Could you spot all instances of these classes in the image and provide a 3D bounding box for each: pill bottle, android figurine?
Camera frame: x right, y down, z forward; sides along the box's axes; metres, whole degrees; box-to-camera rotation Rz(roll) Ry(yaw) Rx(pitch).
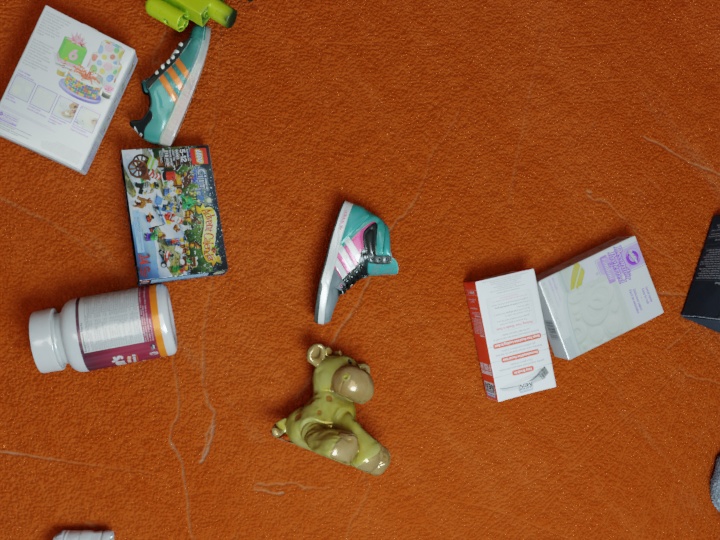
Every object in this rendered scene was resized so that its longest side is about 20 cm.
[{"bbox_3d":[-0.381,0.090,1.143,0.196,0.109,0.112,-10,92,-10],"label":"pill bottle"},{"bbox_3d":[-0.262,-0.456,1.181,0.198,0.041,0.184,29,70,6],"label":"android figurine"}]

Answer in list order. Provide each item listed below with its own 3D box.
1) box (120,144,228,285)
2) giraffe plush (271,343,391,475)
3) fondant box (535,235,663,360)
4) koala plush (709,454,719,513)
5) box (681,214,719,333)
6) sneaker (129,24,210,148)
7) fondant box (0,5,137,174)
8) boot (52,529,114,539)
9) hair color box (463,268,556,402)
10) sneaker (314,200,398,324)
[{"bbox_3d":[-0.286,-0.087,1.168,0.134,0.038,0.204,-8,81,-22],"label":"box"},{"bbox_3d":[-0.034,0.211,1.205,0.197,0.173,0.165,14,75,24],"label":"giraffe plush"},{"bbox_3d":[0.405,0.045,1.320,0.197,0.058,0.147,-24,94,-11],"label":"fondant box"},{"bbox_3d":[0.723,0.397,1.306,0.176,0.200,0.185,-38,96,-8],"label":"koala plush"},{"bbox_3d":[0.708,0.026,1.343,0.197,0.124,0.200,22,84,-10],"label":"box"},{"bbox_3d":[-0.294,-0.295,1.181,0.079,0.071,0.203,22,87,-14],"label":"sneaker"},{"bbox_3d":[-0.444,-0.269,1.152,0.142,0.058,0.203,24,86,-10],"label":"fondant box"},{"bbox_3d":[-0.413,0.496,1.152,0.093,0.074,0.205,-2,89,-4],"label":"boot"},{"bbox_3d":[0.251,0.107,1.288,0.109,0.064,0.204,-11,91,-12],"label":"hair color box"},{"bbox_3d":[0.000,0.000,1.234,0.118,0.084,0.204,16,86,-1],"label":"sneaker"}]
